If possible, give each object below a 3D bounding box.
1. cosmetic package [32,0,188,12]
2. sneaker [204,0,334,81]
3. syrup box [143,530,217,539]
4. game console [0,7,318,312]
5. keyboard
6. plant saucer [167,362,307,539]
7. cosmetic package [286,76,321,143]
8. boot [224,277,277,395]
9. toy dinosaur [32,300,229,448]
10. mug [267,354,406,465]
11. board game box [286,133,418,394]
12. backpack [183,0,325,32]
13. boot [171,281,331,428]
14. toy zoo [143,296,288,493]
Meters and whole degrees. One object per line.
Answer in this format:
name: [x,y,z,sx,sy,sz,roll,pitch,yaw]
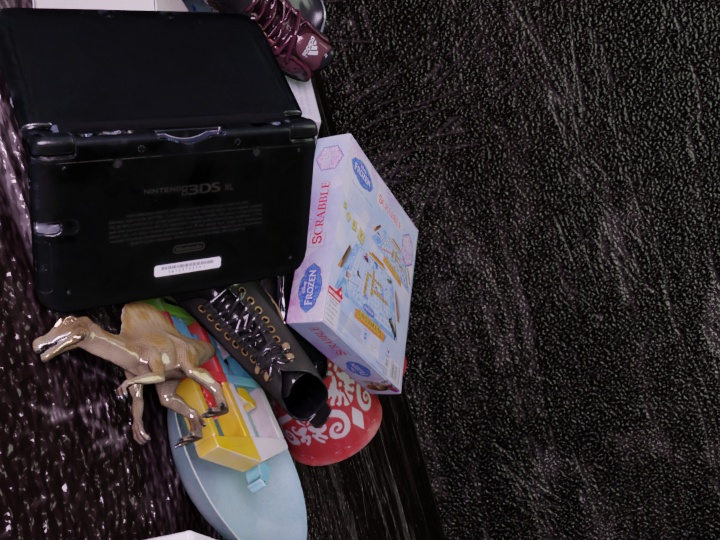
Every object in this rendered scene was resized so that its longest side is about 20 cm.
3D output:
cosmetic package: [-0.183,-0.172,0.720,0.200,0.103,0.074,55,24,-70]
sneaker: [-0.068,-0.220,0.708,0.115,0.076,0.200,34,-2,-6]
syrup box: [-0.110,0.234,0.563,0.200,0.078,0.082,64,14,-62]
game console: [-0.143,-0.084,0.590,0.116,0.199,0.177,36,-53,48]
keyboard: [-0.063,0.014,0.820,0.104,0.039,0.202,13,73,-60]
plant saucer: [-0.115,0.166,0.725,0.202,0.039,0.201,58,11,-17]
cosmetic package: [-0.096,-0.123,0.864,0.200,0.073,0.102,112,-31,-55]
boot: [-0.055,0.068,0.897,0.173,0.069,0.202,10,87,-41]
toy dinosaur: [-0.131,0.066,0.588,0.102,0.058,0.200,61,17,19]
mug: [-0.053,0.107,1.028,0.133,0.177,0.201,15,-43,47]
board game box: [0.000,0.000,0.858,0.200,0.041,0.201,49,43,-54]
backpack: [-0.143,-0.248,0.912,0.178,0.150,0.201,58,-42,34]
boot: [-0.096,0.031,0.655,0.200,0.077,0.138,46,-1,-44]
toy zoo: [-0.123,0.094,0.716,0.201,0.020,0.131,63,12,21]
